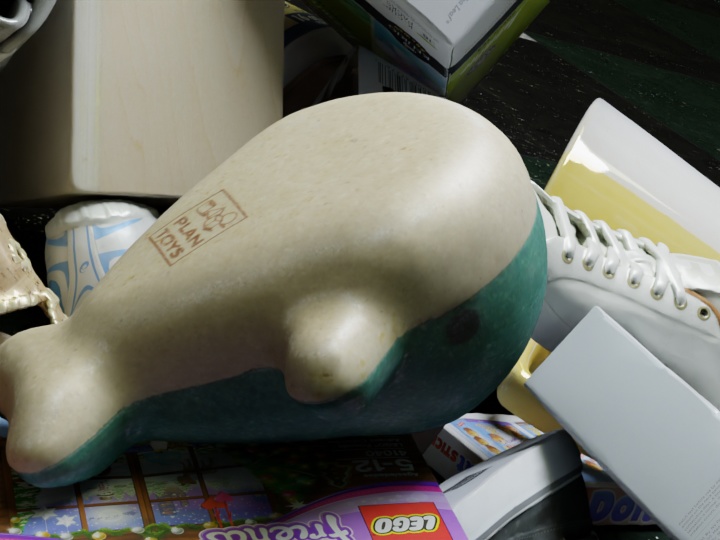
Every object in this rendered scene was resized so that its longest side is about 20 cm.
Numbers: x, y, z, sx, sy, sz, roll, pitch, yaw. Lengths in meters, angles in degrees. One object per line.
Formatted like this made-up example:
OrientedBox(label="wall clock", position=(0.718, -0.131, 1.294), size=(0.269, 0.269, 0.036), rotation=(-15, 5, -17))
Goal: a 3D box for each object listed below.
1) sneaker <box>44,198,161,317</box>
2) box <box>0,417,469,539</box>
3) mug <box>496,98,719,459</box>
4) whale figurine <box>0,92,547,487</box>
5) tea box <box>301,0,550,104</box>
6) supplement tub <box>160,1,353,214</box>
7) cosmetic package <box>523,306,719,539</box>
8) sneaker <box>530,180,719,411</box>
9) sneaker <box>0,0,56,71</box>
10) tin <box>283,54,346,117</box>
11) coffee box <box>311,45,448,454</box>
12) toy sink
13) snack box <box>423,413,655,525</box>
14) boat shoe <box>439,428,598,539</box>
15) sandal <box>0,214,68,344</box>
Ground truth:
OrientedBox(label="sneaker", position=(-0.100, 0.006, 0.952), size=(0.071, 0.073, 0.200), rotation=(-4, -2, 14))
OrientedBox(label="box", position=(-0.074, 0.084, 0.662), size=(0.198, 0.039, 0.137), rotation=(-3, 23, -13))
OrientedBox(label="mug", position=(0.144, 0.028, 1.015), size=(0.152, 0.188, 0.150), rotation=(29, -18, 4))
OrientedBox(label="whale figurine", position=(-0.028, 0.022, 0.670), size=(0.199, 0.104, 0.159), rotation=(-29, 29, -11))
OrientedBox(label="tea box", position=(0.059, -0.202, 0.964), size=(0.133, 0.200, 0.197), rotation=(41, -5, 6))
OrientedBox(label="supplement tub", position=(-0.102, -0.103, 1.121), size=(0.199, 0.145, 0.144), rotation=(29, 18, 25))
OrientedBox(label="cosmetic package", position=(0.171, 0.115, 0.806), size=(0.200, 0.052, 0.151), rotation=(42, 5, -34))
OrientedBox(label="sneaker", position=(0.115, 0.003, 0.852), size=(0.200, 0.084, 0.073), rotation=(43, 24, -34))
OrientedBox(label="sneaker", position=(-0.174, -0.111, 0.850), size=(0.075, 0.201, 0.092), rotation=(12, 36, -25))
OrientedBox(label="tin", position=(-0.003, -0.046, 1.077), size=(0.042, 0.112, 0.200), rotation=(39, 5, 25))
OrientedBox(label="coffee box", position=(0.000, 0.000, 0.895), size=(0.079, 0.113, 0.201), rotation=(29, 27, -17))
OrientedBox(label="toy sink", position=(-0.118, -0.095, 0.969), size=(0.111, 0.132, 0.200), rotation=(2, -2, -25))
OrientedBox(label="snack box", position=(0.122, 0.099, 0.975), size=(0.199, 0.025, 0.072), rotation=(6, 22, -41))
OrientedBox(label="boat shoe", position=(0.040, 0.114, 0.766), size=(0.199, 0.068, 0.057), rotation=(-21, 87, -55))
OrientedBox(label="sandal", position=(-0.177, 0.003, 0.830), size=(0.210, 0.070, 0.078), rotation=(24, 17, 7))
